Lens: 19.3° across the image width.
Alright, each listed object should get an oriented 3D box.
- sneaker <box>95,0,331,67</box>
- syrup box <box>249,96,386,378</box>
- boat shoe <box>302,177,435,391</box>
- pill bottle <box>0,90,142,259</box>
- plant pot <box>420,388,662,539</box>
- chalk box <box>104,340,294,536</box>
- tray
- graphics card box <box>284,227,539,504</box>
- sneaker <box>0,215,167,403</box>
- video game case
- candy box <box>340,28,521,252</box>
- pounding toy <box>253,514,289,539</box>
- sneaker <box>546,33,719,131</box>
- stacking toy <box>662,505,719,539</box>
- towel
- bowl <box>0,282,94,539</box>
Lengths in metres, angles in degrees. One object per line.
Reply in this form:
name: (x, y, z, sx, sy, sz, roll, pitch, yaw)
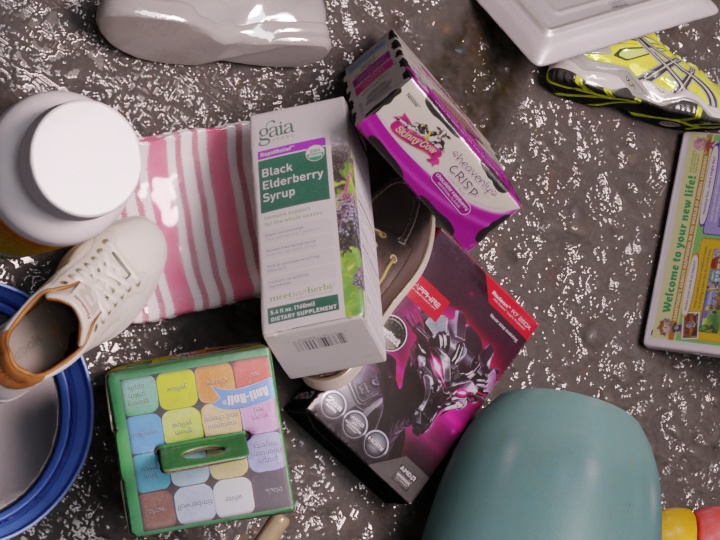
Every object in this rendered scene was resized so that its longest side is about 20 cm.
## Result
sneaker: (-0.120, -0.214, 1.688, 0.200, 0.075, 0.089, 3, 72, -32)
syrup box: (-0.033, -0.026, 1.620, 0.079, 0.081, 0.200, -11, 60, 10)
boat shoe: (0.000, 0.000, 1.704, 0.200, 0.072, 0.060, -61, 145, -26)
pill bottle: (-0.230, -0.070, 1.540, 0.111, 0.200, 0.111, 2, 85, -26)
plant pot: (0.153, 0.191, 1.719, 0.200, 0.200, 0.161, 23, 66, -23)
chalk box: (-0.119, 0.122, 1.565, 0.125, 0.200, 0.124, -9, 89, -6)
tray: (0.205, -0.239, 1.832, 0.200, 0.022, 0.107, -19, 54, -26)
graphics card box: (0.044, 0.078, 1.747, 0.125, 0.051, 0.200, 45, 70, -17)
sneaker: (-0.201, 0.026, 1.571, 0.073, 0.085, 0.200, 50, 56, -11)
video game case: (0.351, -0.019, 1.847, 0.022, 0.182, 0.200, 30, 70, -59)
candy box: (0.054, -0.107, 1.684, 0.061, 0.200, 0.136, -40, 106, 8)
pounding toy: (-0.155, 0.286, 1.580, 0.200, 0.142, 0.185, -10, 91, -26)
sneaker: (0.260, -0.173, 1.861, 0.200, 0.075, 0.077, 15, 80, -26)
stacking toy: (0.281, 0.248, 1.828, 0.200, 0.146, 0.146, 17, 78, -5)
towel: (-0.122, -0.043, 1.687, 0.200, 0.030, 0.147, -12, 92, -27)
bowl: (-0.299, 0.105, 1.582, 0.200, 0.039, 0.201, 2, 85, -26)
